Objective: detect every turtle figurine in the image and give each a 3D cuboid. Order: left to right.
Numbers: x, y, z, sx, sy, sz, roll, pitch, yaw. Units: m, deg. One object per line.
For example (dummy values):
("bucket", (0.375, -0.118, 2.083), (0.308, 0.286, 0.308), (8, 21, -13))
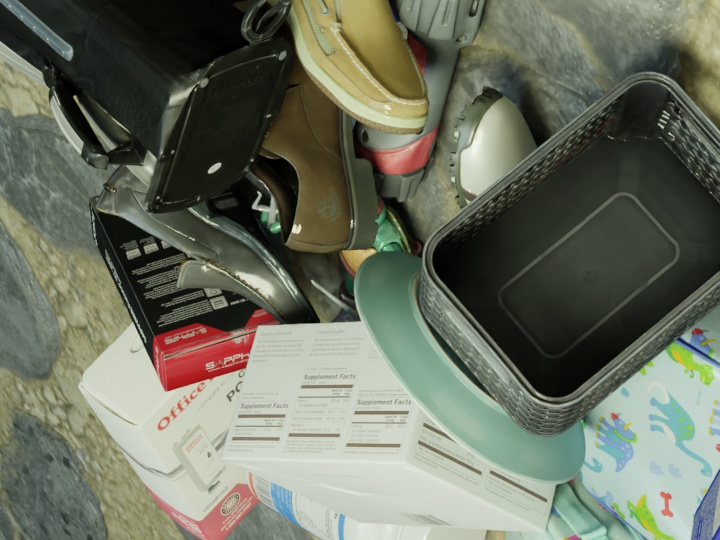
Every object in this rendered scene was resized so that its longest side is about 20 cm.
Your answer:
("turtle figurine", (0.000, 0.000, 1.618), (0.150, 0.100, 0.200), (51, 166, 39))

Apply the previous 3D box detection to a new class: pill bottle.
("pill bottle", (0.007, 0.183, 1.748), (0.200, 0.112, 0.113), (26, 136, 38))

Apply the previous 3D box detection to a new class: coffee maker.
("coffee maker", (-0.148, -0.172, 1.451), (0.200, 0.135, 0.192), (43, 110, 22))

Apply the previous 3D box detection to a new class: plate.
("plate", (0.080, 0.056, 1.391), (0.026, 0.200, 0.200), (-46, 76, 24))

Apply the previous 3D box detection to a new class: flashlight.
("flashlight", (0.034, -0.138, 1.490), (0.068, 0.068, 0.200), (55, 150, 32))

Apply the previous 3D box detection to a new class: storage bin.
("storage bin", (0.146, -0.009, 1.307), (0.135, 0.200, 0.094), (49, 169, 13))

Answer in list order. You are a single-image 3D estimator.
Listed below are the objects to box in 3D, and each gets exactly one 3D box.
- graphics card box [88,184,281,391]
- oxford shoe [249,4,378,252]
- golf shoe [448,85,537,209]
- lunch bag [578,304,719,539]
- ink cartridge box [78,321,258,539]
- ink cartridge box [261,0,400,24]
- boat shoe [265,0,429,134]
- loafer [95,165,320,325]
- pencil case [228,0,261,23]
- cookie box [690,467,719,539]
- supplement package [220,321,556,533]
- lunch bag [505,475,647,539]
("graphics card box", (-0.134, 0.002, 1.713), (0.051, 0.125, 0.200), (90, 157, -45))
("oxford shoe", (-0.049, -0.109, 1.512), (0.073, 0.084, 0.201), (132, 128, -61))
("golf shoe", (0.123, -0.039, 1.457), (0.088, 0.077, 0.200), (12, 135, 39))
("lunch bag", (0.228, 0.105, 1.419), (0.161, 0.082, 0.200), (34, 140, 33))
("ink cartridge box", (-0.134, 0.118, 1.794), (0.083, 0.147, 0.200), (31, 159, 35))
("ink cartridge box", (-0.031, -0.207, 1.548), (0.200, 0.037, 0.095), (-16, 103, 54))
("boat shoe", (-0.008, -0.174, 1.426), (0.200, 0.071, 0.076), (52, 128, 36))
("loafer", (-0.116, -0.012, 1.621), (0.200, 0.072, 0.073), (44, 174, 2))
("pencil case", (-0.121, -0.185, 1.570), (0.078, 0.089, 0.200), (62, 153, 32))
("cookie box", (0.308, 0.145, 1.282), (0.171, 0.075, 0.200), (15, 140, -1))
("supplement package", (0.028, 0.114, 1.544), (0.156, 0.111, 0.200), (29, 159, -38))
("lunch bag", (0.171, 0.232, 1.548), (0.200, 0.077, 0.161), (-127, 25, -59))
